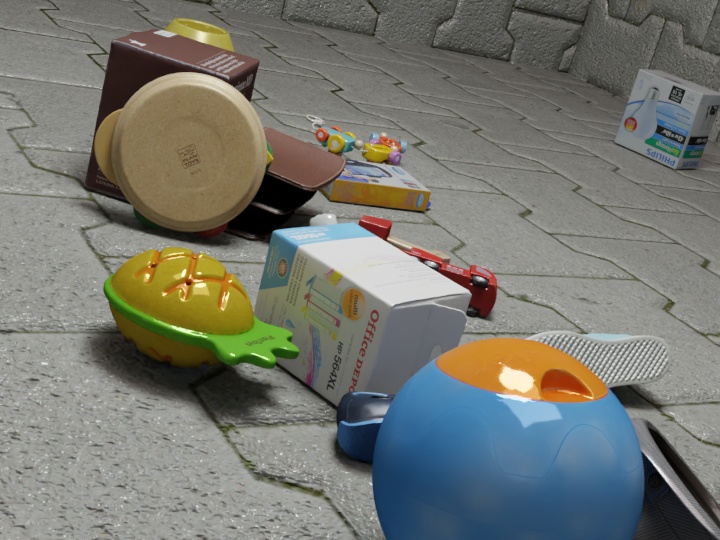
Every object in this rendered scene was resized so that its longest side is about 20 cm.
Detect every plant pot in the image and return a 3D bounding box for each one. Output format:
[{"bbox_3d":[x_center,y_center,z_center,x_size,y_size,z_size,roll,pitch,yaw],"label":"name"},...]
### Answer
[{"bbox_3d":[-0.302,-0.373,1.975,0.197,0.144,0.200,15,19,-5],"label":"plant pot"}]

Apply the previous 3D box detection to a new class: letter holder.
[{"bbox_3d":[-0.109,-0.112,1.495,0.141,0.102,0.200,21,20,6],"label":"letter holder"}]

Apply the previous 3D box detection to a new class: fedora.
[{"bbox_3d":[0.247,0.215,0.866,0.177,0.090,0.201,36,17,-50],"label":"fedora"}]

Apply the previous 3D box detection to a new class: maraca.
[{"bbox_3d":[-0.152,0.043,1.030,0.198,0.108,0.137,24,20,21],"label":"maraca"}]

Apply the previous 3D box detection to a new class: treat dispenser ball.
[{"bbox_3d":[0.107,0.152,0.804,0.198,0.203,0.201,14,20,-5],"label":"treat dispenser ball"}]

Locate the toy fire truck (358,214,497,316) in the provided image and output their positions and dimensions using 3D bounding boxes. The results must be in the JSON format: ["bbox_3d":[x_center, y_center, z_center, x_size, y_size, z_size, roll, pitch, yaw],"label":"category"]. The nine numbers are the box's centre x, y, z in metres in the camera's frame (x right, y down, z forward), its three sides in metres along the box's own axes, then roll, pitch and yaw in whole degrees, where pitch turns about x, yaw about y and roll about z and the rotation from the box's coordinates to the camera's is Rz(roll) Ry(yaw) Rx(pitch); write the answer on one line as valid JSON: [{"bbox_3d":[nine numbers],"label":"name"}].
[{"bbox_3d":[0.084,-0.008,1.440,0.198,0.049,0.141,17,19,0],"label":"toy fire truck"}]

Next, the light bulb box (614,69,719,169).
[{"bbox_3d":[0.784,-0.385,2.781,0.124,0.202,0.197,-7,30,-45],"label":"light bulb box"}]

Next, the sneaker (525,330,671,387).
[{"bbox_3d":[0.256,0.109,1.266,0.197,0.075,0.082,4,-8,-18],"label":"sneaker"}]

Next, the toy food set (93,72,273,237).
[{"bbox_3d":[-0.212,-0.141,1.348,0.199,0.199,0.049,51,0,-13],"label":"toy food set"}]

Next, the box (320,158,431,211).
[{"bbox_3d":[0.021,-0.141,1.762,0.198,0.042,0.119,3,24,-28],"label":"box"}]

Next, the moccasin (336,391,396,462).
[{"bbox_3d":[0.076,0.135,0.999,0.198,0.081,0.068,11,32,-17],"label":"moccasin"}]

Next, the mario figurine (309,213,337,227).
[{"bbox_3d":[0.000,0.000,1.255,0.105,0.125,0.199,-15,38,-40],"label":"mario figurine"}]

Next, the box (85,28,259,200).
[{"bbox_3d":[-0.250,-0.198,1.464,0.162,0.202,0.166,18,20,4],"label":"box"}]

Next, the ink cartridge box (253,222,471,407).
[{"bbox_3d":[0.005,0.052,1.098,0.124,0.130,0.199,-6,29,-46],"label":"ink cartridge box"}]

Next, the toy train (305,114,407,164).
[{"bbox_3d":[-0.004,-0.214,1.926,0.198,0.056,0.150,12,19,-21],"label":"toy train"}]
